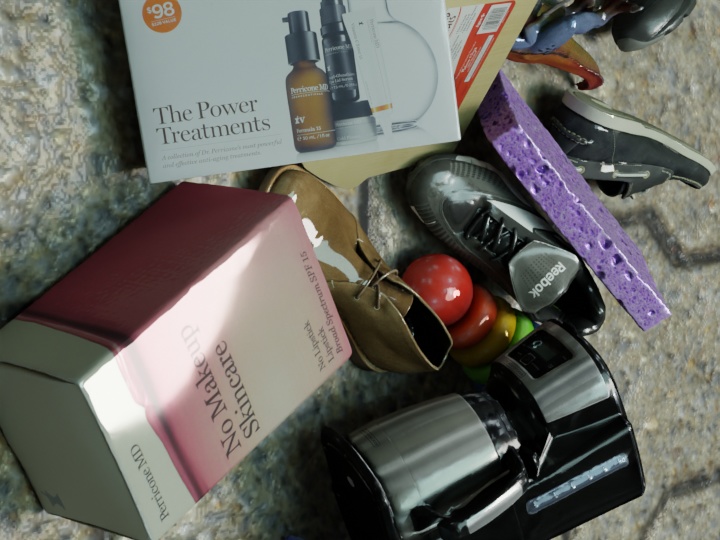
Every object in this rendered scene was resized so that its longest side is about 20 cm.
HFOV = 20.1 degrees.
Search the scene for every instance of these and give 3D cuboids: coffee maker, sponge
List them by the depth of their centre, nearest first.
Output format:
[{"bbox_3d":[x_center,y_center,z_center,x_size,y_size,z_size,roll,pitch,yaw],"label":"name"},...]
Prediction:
[{"bbox_3d":[0.090,0.153,1.458,0.199,0.135,0.193,-25,144,-15],"label":"coffee maker"},{"bbox_3d":[0.155,-0.053,1.514,0.030,0.112,0.200,-35,113,12],"label":"sponge"}]

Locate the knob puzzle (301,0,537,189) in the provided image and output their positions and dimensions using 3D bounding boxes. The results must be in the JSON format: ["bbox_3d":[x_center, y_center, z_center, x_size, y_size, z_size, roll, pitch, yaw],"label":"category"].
[{"bbox_3d":[0.021,-0.137,1.377,0.219,0.030,0.220,-31,153,-18],"label":"knob puzzle"}]

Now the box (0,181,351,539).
[{"bbox_3d":[-0.119,0.053,1.260,0.200,0.109,0.128,-43,126,-34],"label":"box"}]

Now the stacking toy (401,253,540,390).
[{"bbox_3d":[0.097,0.055,1.527,0.200,0.085,0.086,40,67,-35],"label":"stacking toy"}]

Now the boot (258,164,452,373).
[{"bbox_3d":[0.000,0.000,1.406,0.074,0.075,0.200,-56,131,-23],"label":"boot"}]

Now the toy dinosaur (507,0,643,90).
[{"bbox_3d":[0.116,-0.173,1.498,0.181,0.105,0.201,-26,127,-22],"label":"toy dinosaur"}]

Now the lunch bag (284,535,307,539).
[{"bbox_3d":[-0.014,0.280,1.345,0.170,0.199,0.128,-47,128,-30],"label":"lunch bag"}]

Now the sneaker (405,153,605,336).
[{"bbox_3d":[0.116,-0.015,1.487,0.067,0.091,0.200,-47,123,6],"label":"sneaker"}]

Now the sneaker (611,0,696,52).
[{"bbox_3d":[0.238,-0.264,1.634,0.079,0.075,0.201,41,60,-28],"label":"sneaker"}]

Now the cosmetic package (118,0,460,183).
[{"bbox_3d":[-0.045,-0.144,1.262,0.199,0.052,0.152,-8,105,0],"label":"cosmetic package"}]

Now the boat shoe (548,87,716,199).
[{"bbox_3d":[0.214,-0.092,1.636,0.200,0.072,0.068,13,105,-49],"label":"boat shoe"}]
